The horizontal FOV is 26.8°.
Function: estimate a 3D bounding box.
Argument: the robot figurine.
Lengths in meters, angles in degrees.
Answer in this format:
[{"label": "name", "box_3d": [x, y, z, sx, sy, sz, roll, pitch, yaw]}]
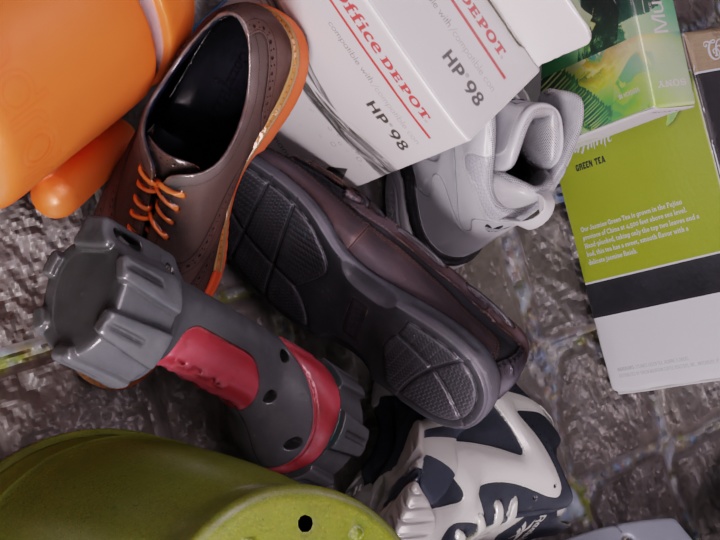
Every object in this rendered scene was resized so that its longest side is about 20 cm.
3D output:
[{"label": "robot figurine", "box_3d": [-0.156, -0.106, 0.691, 0.144, 0.117, 0.200, 47, 60, -3]}]

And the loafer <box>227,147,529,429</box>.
[{"label": "loafer", "box_3d": [0.000, 0.000, 0.774, 0.200, 0.072, 0.063, 41, 42, 15]}]

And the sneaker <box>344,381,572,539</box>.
[{"label": "sneaker", "box_3d": [0.057, 0.132, 0.793, 0.129, 0.079, 0.200, 33, 44, -21]}]

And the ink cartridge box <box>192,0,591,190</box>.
[{"label": "ink cartridge box", "box_3d": [0.005, -0.113, 0.745, 0.067, 0.200, 0.116, -45, 105, -31]}]

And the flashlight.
[{"label": "flashlight", "box_3d": [-0.070, 0.048, 0.696, 0.068, 0.068, 0.200, 54, 12, 34]}]

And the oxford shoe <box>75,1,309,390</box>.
[{"label": "oxford shoe", "box_3d": [-0.093, -0.035, 0.702, 0.071, 0.073, 0.201, 26, 98, 10]}]

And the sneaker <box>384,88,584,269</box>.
[{"label": "sneaker", "box_3d": [0.064, -0.106, 0.833, 0.075, 0.115, 0.202, 3, 79, -33]}]

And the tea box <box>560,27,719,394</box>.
[{"label": "tea box", "box_3d": [0.243, -0.046, 0.928, 0.199, 0.133, 0.198, -12, 88, -35]}]

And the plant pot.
[{"label": "plant pot", "box_3d": [-0.072, 0.160, 0.645, 0.199, 0.192, 0.202, 7, 76, -31]}]

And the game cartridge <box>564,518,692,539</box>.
[{"label": "game cartridge", "box_3d": [0.129, 0.210, 0.805, 0.199, 0.042, 0.133, -18, 53, -36]}]

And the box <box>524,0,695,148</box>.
[{"label": "box", "box_3d": [0.113, -0.172, 0.861, 0.036, 0.144, 0.202, -11, 86, -29]}]
